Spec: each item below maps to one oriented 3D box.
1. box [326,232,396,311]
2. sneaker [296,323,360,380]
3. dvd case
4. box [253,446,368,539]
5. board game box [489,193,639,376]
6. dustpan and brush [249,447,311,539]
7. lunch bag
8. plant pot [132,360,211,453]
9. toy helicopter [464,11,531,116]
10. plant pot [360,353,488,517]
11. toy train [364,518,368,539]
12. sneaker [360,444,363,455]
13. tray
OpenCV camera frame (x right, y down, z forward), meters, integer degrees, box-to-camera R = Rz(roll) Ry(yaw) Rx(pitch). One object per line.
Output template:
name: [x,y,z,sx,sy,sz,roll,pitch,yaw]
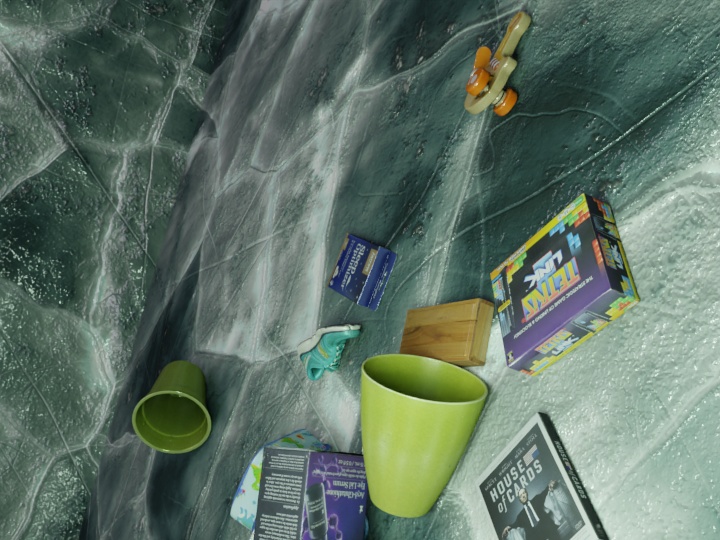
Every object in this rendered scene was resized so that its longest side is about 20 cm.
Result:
box: [0.000,0.000,1.707,0.200,0.032,0.122,26,95,62]
sneaker: [-0.055,0.157,1.681,0.200,0.077,0.080,-42,56,50]
dvd case: [0.222,0.303,1.085,0.151,0.025,0.201,-55,31,26]
box: [-0.075,0.376,1.303,0.104,0.147,0.202,-6,74,40]
board game box: [0.268,0.022,1.159,0.200,0.056,0.166,-46,34,39]
dustpan and brush: [-0.115,0.386,1.386,0.057,0.139,0.201,33,96,32]
lunch bag: [-0.141,0.382,1.541,0.082,0.200,0.162,31,104,20]
plant pot: [-0.477,0.338,2.232,0.201,0.199,0.190,-56,16,25]
toy helicopter: [0.238,-0.360,1.486,0.201,0.079,0.132,-62,17,-8]
plant pot: [0.077,0.250,1.258,0.187,0.186,0.202,-144,61,-63]
toy train: [-0.053,0.437,1.452,0.200,0.086,0.115,36,113,60]
sneaker: [0.032,0.263,1.435,0.115,0.075,0.201,-26,41,62]
tray: [0.133,0.106,1.378,0.200,0.037,0.099,-16,58,59]
